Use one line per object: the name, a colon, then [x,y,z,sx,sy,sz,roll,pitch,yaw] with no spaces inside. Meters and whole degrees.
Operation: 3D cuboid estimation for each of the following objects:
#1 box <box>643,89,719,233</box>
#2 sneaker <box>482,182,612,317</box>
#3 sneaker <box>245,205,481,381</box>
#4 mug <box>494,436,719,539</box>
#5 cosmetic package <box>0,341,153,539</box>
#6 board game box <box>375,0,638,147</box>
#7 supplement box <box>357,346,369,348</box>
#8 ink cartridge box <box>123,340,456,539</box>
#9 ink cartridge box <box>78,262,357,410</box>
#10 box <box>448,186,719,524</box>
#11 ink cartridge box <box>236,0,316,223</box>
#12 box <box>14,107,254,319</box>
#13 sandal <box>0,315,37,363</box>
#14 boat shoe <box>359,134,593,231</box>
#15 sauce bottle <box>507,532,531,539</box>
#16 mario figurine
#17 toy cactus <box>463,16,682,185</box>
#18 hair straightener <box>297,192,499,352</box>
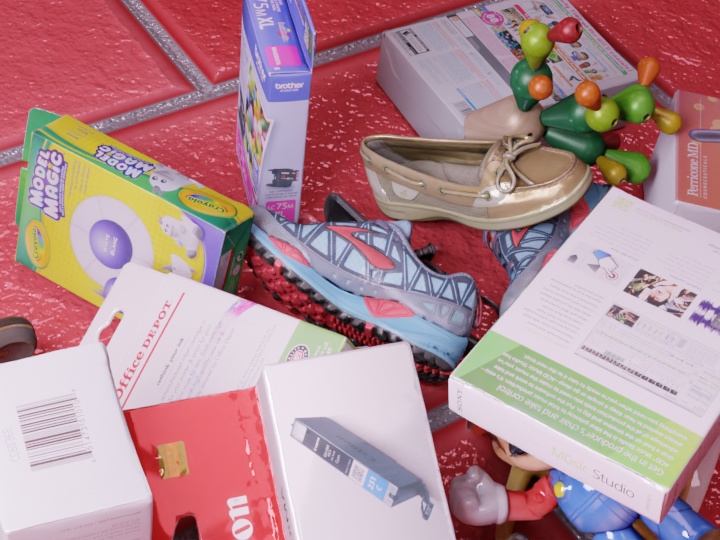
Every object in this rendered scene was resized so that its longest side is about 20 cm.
box: [0.342,-0.045,1.137,0.197,0.107,0.153,12,45,1]
sneaker: [0.138,-0.006,1.094,0.094,0.080,0.200,10,33,23]
sneaker: [0.000,0.000,1.030,0.198,0.080,0.096,31,69,8]
mug: [0.164,0.106,0.936,0.151,0.151,0.187,19,38,20]
cosmetic package: [-0.171,0.153,0.782,0.080,0.201,0.114,-11,51,-19]
board game box: [0.135,-0.177,1.259,0.198,0.065,0.148,-18,52,-24]
supplement box: [0.002,0.146,0.915,0.068,0.067,0.201,-8,49,-18]
ink cartridge box: [-0.035,0.154,0.777,0.174,0.045,0.203,-9,72,-14]
ink cartridge box: [-0.097,0.079,0.908,0.198,0.067,0.118,19,74,34]
box: [0.164,0.042,0.821,0.143,0.037,0.200,27,51,26]
ink cartridge box: [-0.070,-0.137,1.084,0.041,0.202,0.120,-4,45,-15]
box: [-0.181,-0.031,1.016,0.198,0.119,0.048,27,33,18]
sandal: [-0.296,0.096,0.917,0.199,0.082,0.055,-27,77,-40]
boat shoe: [0.089,-0.080,1.096,0.199,0.064,0.073,6,46,38]
sauce bottle: [0.165,0.242,0.852,0.199,0.065,0.065,32,49,15]
mario figurine: [0.130,0.125,0.831,0.123,0.106,0.200,-37,71,-23]
toy cactus: [0.158,-0.134,1.101,0.163,0.199,0.104,-6,67,36]
hair straightener: [0.046,-0.002,1.085,0.199,0.041,0.077,33,49,20]
